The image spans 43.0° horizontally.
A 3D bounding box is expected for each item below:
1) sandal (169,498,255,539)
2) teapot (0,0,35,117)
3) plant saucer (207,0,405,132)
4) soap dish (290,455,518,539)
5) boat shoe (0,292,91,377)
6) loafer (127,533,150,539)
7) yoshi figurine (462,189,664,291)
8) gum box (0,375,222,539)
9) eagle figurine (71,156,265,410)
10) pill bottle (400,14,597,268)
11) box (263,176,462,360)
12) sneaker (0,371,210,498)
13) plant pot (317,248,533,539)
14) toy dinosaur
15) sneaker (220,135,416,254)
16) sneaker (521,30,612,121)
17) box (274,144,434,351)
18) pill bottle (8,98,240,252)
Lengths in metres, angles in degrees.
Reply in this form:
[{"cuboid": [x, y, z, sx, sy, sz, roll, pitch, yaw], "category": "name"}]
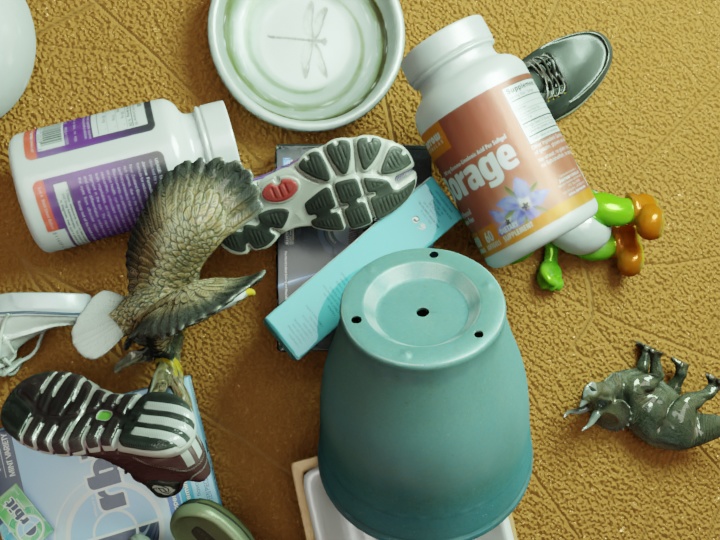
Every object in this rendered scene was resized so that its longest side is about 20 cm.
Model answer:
[{"cuboid": [-0.096, 0.288, 0.811, 0.200, 0.057, 0.080, 40, 117, -3], "category": "sandal"}, {"cuboid": [-0.396, -0.220, 0.826, 0.197, 0.146, 0.201, 20, 82, -6], "category": "teapot"}, {"cuboid": [-0.055, -0.235, 0.922, 0.196, 0.050, 0.204, 1, 84, -8], "category": "plant saucer"}, {"cuboid": [0.044, 0.235, 0.875, 0.196, 0.081, 0.160, -13, 87, -9], "category": "soap dish"}, {"cuboid": [-0.344, 0.070, 0.841, 0.198, 0.075, 0.088, -7, 85, -6], "category": "boat shoe"}, {"cuboid": [-0.201, 0.331, 0.813, 0.069, 0.075, 0.203, 16, 111, -17], "category": "loafer"}, {"cuboid": [0.196, -0.036, 0.912, 0.196, 0.112, 0.115, 8, 90, -4], "category": "yoshi figurine"}, {"cuboid": [-0.236, 0.209, 0.858, 0.196, 0.045, 0.173, -14, 87, -8], "category": "gum box"}, {"cuboid": [-0.155, 0.017, 0.795, 0.151, 0.201, 0.151, 37, 49, 12], "category": "eagle figurine"}, {"cuboid": [0.117, -0.114, 0.807, 0.111, 0.112, 0.202, -28, 88, -9], "category": "pill bottle"}, {"cuboid": [0.000, 0.000, 0.846, 0.199, 0.082, 0.049, -41, 91, -9], "category": "box"}, {"cuboid": [-0.220, 0.158, 0.809, 0.197, 0.117, 0.076, 7, 50, 25], "category": "sneaker"}, {"cuboid": [0.052, 0.095, 0.772, 0.196, 0.190, 0.202, -3, 42, 3], "category": "plant pot"}, {"cuboid": [0.306, 0.138, 0.935, 0.197, 0.077, 0.104, 24, 94, -10], "category": "toy dinosaur"}, {"cuboid": [-0.045, -0.080, 0.837, 0.196, 0.084, 0.082, -12, 110, 14], "category": "sneaker"}, {"cuboid": [0.188, -0.189, 0.922, 0.198, 0.106, 0.075, -33, 89, -9], "category": "sneaker"}, {"cuboid": [-0.006, -0.022, 0.912, 0.157, 0.044, 0.204, 0, 84, -7], "category": "box"}, {"cuboid": [-0.214, -0.095, 0.856, 0.196, 0.111, 0.113, -15, 87, -9], "category": "pill bottle"}]
